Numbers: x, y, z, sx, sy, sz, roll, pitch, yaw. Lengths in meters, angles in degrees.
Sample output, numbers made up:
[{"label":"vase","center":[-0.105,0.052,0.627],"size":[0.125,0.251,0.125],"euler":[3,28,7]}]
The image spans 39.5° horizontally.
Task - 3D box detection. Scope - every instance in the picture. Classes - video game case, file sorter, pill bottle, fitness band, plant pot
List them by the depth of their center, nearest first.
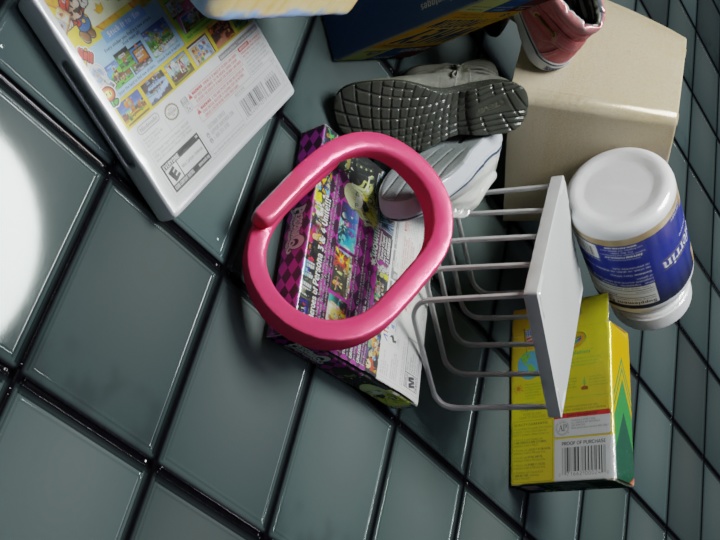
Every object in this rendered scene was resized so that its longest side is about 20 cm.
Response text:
[{"label":"video game case","center":[-0.145,-0.168,0.777],"size":[0.184,0.023,0.201],"euler":[59,41,-23]},{"label":"fitness band","center":[-0.009,-0.026,0.826],"size":[0.143,0.037,0.200],"euler":[43,62,0]},{"label":"video game case","center":[0.000,0.000,0.907],"size":[0.181,0.035,0.203],"euler":[34,54,-43]},{"label":"file sorter","center":[0.139,0.023,0.978],"size":[0.201,0.122,0.141],"euler":[-64,144,-51]},{"label":"pill bottle","center":[0.298,-0.027,1.089],"size":[0.201,0.114,0.117],"euler":[56,39,-47]},{"label":"plant pot","center":[0.266,-0.181,1.134],"size":[0.202,0.174,0.202],"euler":[82,22,-51]}]

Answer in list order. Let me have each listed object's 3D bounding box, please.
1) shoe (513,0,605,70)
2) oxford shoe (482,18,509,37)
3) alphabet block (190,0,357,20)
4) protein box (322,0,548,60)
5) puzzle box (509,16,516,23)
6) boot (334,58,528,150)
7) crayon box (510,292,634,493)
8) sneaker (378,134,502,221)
[{"label":"shoe","center":[0.181,-0.311,1.012],"size":[0.070,0.091,0.203],"euler":[-18,82,-24]},{"label":"oxford shoe","center":[0.125,-0.357,1.152],"size":[0.200,0.070,0.073],"euler":[44,49,-37]},{"label":"alphabet block","center":[-0.059,-0.329,0.743],"size":[0.196,0.200,0.195],"euler":[52,35,10]},{"label":"protein box","center":[0.059,-0.327,0.947],"size":[0.134,0.196,0.204],"euler":[-19,95,-51]},{"label":"puzzle box","center":[0.142,-0.369,1.107],"size":[0.199,0.025,0.136],"euler":[14,81,-52]},{"label":"boot","center":[0.060,-0.172,1.002],"size":[0.131,0.196,0.069],"euler":[-119,-153,-63]},{"label":"crayon box","center":[0.229,0.135,1.097],"size":[0.051,0.125,0.204],"euler":[26,60,-46]},{"label":"sneaker","center":[0.086,-0.080,0.961],"size":[0.199,0.072,0.072],"euler":[-37,126,-46]}]
